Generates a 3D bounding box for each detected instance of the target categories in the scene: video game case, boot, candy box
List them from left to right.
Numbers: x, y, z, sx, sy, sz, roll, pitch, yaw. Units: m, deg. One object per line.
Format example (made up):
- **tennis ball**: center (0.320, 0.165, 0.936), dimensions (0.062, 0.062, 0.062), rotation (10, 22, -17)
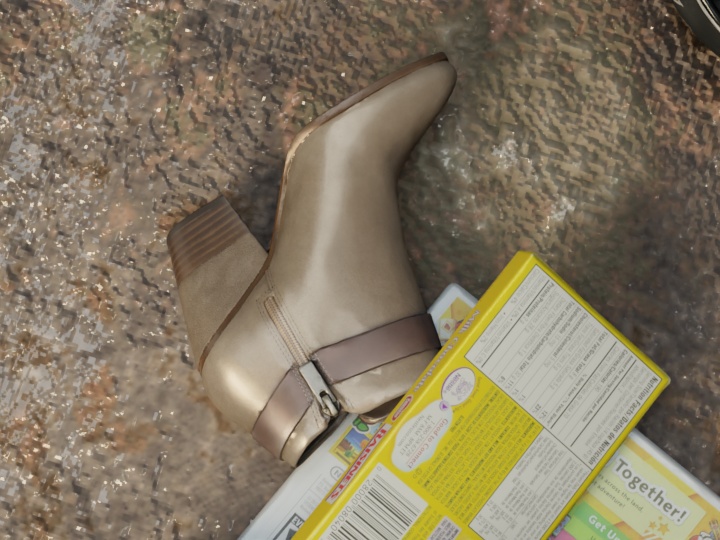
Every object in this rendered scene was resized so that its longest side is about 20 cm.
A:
- **boot**: center (0.000, 0.000, 1.133), dimensions (0.200, 0.070, 0.147), rotation (-35, 72, 2)
- **candy box**: center (0.056, 0.098, 1.096), dimensions (0.102, 0.026, 0.200), rotation (42, 82, -18)
- **video game case**: center (0.066, 0.137, 1.131), dimensions (0.200, 0.023, 0.182), rotation (39, 83, 11)

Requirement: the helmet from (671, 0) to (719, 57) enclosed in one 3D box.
- **helmet**: center (0.237, -0.194, 1.108), dimensions (0.199, 0.191, 0.201), rotation (15, 52, -21)
